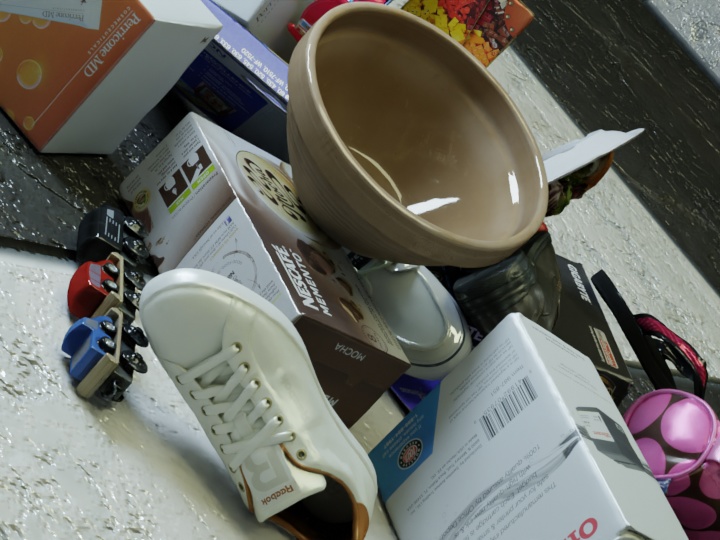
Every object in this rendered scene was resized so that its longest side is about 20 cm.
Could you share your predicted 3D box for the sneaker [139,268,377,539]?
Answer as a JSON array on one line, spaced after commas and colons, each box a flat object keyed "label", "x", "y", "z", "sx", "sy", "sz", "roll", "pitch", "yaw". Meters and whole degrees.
[{"label": "sneaker", "x": -0.054, "y": 0.085, "z": 1.221, "sx": 0.200, "sy": 0.073, "sz": 0.085, "roll": 50, "pitch": 20, "yaw": -22}]

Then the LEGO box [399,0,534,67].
[{"label": "LEGO box", "x": 0.037, "y": -0.149, "z": 1.661, "sx": 0.077, "sy": 0.149, "sz": 0.200, "roll": 45, "pitch": -13, "yaw": -1}]

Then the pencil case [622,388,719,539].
[{"label": "pencil case", "x": 0.266, "y": 0.175, "z": 1.630, "sx": 0.200, "sy": 0.094, "sz": 0.091, "roll": 50, "pitch": 53, "yaw": -45}]

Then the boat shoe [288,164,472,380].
[{"label": "boat shoe", "x": 0.000, "y": 0.000, "z": 1.541, "sx": 0.200, "sy": 0.074, "sz": 0.067, "roll": 42, "pitch": -13, "yaw": 30}]

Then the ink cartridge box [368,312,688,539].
[{"label": "ink cartridge box", "x": 0.104, "y": 0.149, "z": 1.333, "sx": 0.084, "sy": 0.145, "sz": 0.200, "roll": 31, "pitch": 22, "yaw": -36}]

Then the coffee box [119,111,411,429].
[{"label": "coffee box", "x": -0.065, "y": 0.004, "z": 1.394, "sx": 0.113, "sy": 0.080, "sz": 0.200, "roll": 28, "pitch": 24, "yaw": -45}]

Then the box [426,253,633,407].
[{"label": "box", "x": 0.104, "y": 0.020, "z": 1.706, "sx": 0.198, "sy": 0.050, "sz": 0.200, "roll": 22, "pitch": 24, "yaw": -17}]

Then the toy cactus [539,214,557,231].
[{"label": "toy cactus", "x": 0.096, "y": -0.092, "z": 1.846, "sx": 0.200, "sy": 0.102, "sz": 0.165, "roll": 48, "pitch": -21, "yaw": -10}]

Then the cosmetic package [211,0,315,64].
[{"label": "cosmetic package", "x": -0.076, "y": -0.205, "z": 1.652, "sx": 0.071, "sy": 0.101, "sz": 0.200, "roll": 33, "pitch": -11, "yaw": 12}]

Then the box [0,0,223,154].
[{"label": "box", "x": -0.212, "y": -0.191, "z": 1.437, "sx": 0.200, "sy": 0.124, "sz": 0.097, "roll": 48, "pitch": 19, "yaw": 14}]

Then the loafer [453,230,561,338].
[{"label": "loafer", "x": 0.115, "y": 0.020, "z": 1.595, "sx": 0.072, "sy": 0.073, "sz": 0.200, "roll": 64, "pitch": 18, "yaw": -5}]

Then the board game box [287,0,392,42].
[{"label": "board game box", "x": -0.009, "y": -0.200, "z": 1.629, "sx": 0.039, "sy": 0.158, "sz": 0.200, "roll": 50, "pitch": -13, "yaw": -5}]

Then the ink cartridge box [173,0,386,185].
[{"label": "ink cartridge box", "x": -0.068, "y": -0.127, "z": 1.581, "sx": 0.198, "sy": 0.047, "sz": 0.200, "roll": 40, "pitch": -14, "yaw": -8}]

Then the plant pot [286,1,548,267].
[{"label": "plant pot", "x": 0.021, "y": -0.073, "z": 1.431, "sx": 0.201, "sy": 0.093, "sz": 0.201, "roll": 26, "pitch": 42, "yaw": -25}]

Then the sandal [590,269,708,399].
[{"label": "sandal", "x": 0.243, "y": 0.065, "z": 1.717, "sx": 0.075, "sy": 0.045, "sz": 0.200, "roll": 55, "pitch": 7, "yaw": -48}]

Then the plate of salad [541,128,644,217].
[{"label": "plate of salad", "x": 0.126, "y": -0.054, "z": 1.615, "sx": 0.048, "sy": 0.200, "sz": 0.200, "roll": 64, "pitch": 18, "yaw": -3}]

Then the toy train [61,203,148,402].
[{"label": "toy train", "x": -0.150, "y": 0.015, "z": 1.265, "sx": 0.046, "sy": 0.034, "sz": 0.200, "roll": 34, "pitch": 21, "yaw": -22}]

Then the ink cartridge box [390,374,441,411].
[{"label": "ink cartridge box", "x": 0.124, "y": 0.141, "z": 1.561, "sx": 0.200, "sy": 0.043, "sz": 0.198, "roll": 52, "pitch": 20, "yaw": 27}]
